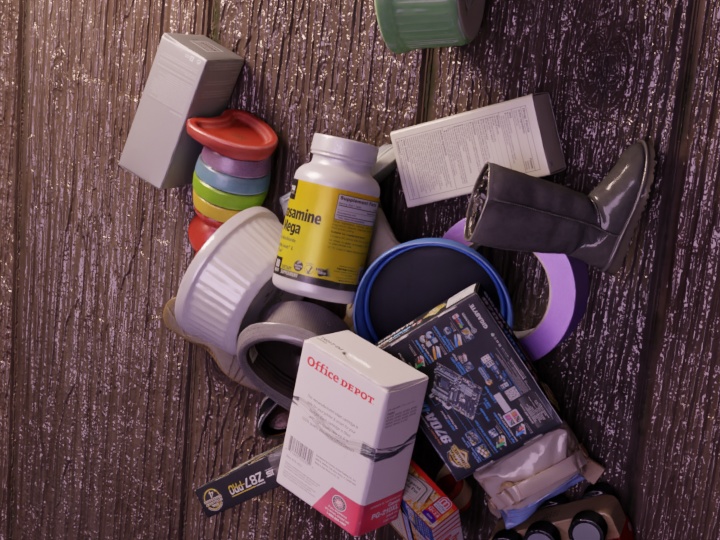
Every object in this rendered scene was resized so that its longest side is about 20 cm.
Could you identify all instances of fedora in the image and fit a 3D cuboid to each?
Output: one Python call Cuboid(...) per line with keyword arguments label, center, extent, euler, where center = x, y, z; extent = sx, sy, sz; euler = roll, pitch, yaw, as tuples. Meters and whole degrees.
Cuboid(label="fedora", center=(-0.066, 0.110, 1.714), extent=(0.200, 0.091, 0.177), euler=(39, 141, -23))

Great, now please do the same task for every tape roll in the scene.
Cuboid(label="tape roll", center=(0.188, 0.019, 1.668), extent=(0.199, 0.066, 0.201), euler=(5, 101, 26))

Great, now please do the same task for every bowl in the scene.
Cuboid(label="bowl", center=(0.091, 0.053, 1.631), extent=(0.199, 0.039, 0.202), euler=(3, 110, 8))

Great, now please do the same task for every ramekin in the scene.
Cuboid(label="ramekin", center=(0.089, -0.364, 1.578), extent=(0.097, 0.200, 0.201), euler=(4, 101, 18))
Cuboid(label="ramekin", center=(-0.149, 0.022, 1.752), extent=(0.094, 0.202, 0.203), euler=(34, 112, 20))

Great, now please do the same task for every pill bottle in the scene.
Cuboid(label="pill bottle", center=(-0.039, -0.067, 1.648), extent=(0.112, 0.112, 0.201), euler=(14, 94, 23))

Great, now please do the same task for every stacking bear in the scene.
Cuboid(label="stacking bear", center=(-0.187, -0.105, 1.808), extent=(0.113, 0.121, 0.201), euler=(30, 120, 26))

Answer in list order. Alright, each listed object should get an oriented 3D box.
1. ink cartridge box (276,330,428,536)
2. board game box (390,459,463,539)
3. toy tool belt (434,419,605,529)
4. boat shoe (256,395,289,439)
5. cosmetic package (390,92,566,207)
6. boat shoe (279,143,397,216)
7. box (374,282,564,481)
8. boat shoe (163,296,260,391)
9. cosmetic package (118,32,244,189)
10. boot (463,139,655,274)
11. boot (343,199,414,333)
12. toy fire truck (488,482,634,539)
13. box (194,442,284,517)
Cuboid(label="ink cartridge box", center=(-0.011, 0.193, 1.578), extent=(0.144, 0.084, 0.201), euler=(28, 116, 36))
Cuboid(label="board game box", center=(0.051, 0.286, 1.680), extent=(0.200, 0.046, 0.152), euler=(43, 159, 32))
Cuboid(label="toy tool belt", center=(0.204, 0.274, 1.668), extent=(0.200, 0.125, 0.123), euler=(-35, 113, 10))
Cuboid(label="boat shoe", center=(-0.057, 0.174, 1.803), extent=(0.199, 0.068, 0.072), euler=(-30, 99, 17))
Cuboid(label="cosmetic package", center=(0.148, -0.152, 1.651), extent=(0.199, 0.073, 0.104), euler=(-11, 95, 27))
Cuboid(label="boat shoe", center=(-0.032, -0.123, 1.745), extent=(0.200, 0.070, 0.072), euler=(-33, 86, 28))
Cuboid(label="box", center=(0.133, 0.139, 1.605), extent=(0.159, 0.046, 0.200), euler=(-32, 99, 19))
Cuboid(label="boat shoe", center=(-0.190, 0.101, 1.876), extent=(0.200, 0.063, 0.073), euler=(31, 106, 11))
Cuboid(label="cosmetic package", center=(-0.249, -0.220, 1.814), extent=(0.090, 0.107, 0.201), euler=(33, 110, 17))
Cuboid(label="boot", center=(0.238, -0.094, 1.560), extent=(0.199, 0.073, 0.183), euler=(18, 91, -8))
Cuboid(label="boot", center=(0.000, 0.000, 1.749), extent=(0.155, 0.072, 0.200), euler=(60, 141, 20))
Cuboid(label="toy fire truck", center=(0.273, 0.402, 1.673), extent=(0.175, 0.129, 0.201), euler=(-19, 102, 27))
Cuboid(label="box", center=(-0.108, 0.263, 1.778), extent=(0.161, 0.200, 0.049), euler=(-29, 84, 26))
